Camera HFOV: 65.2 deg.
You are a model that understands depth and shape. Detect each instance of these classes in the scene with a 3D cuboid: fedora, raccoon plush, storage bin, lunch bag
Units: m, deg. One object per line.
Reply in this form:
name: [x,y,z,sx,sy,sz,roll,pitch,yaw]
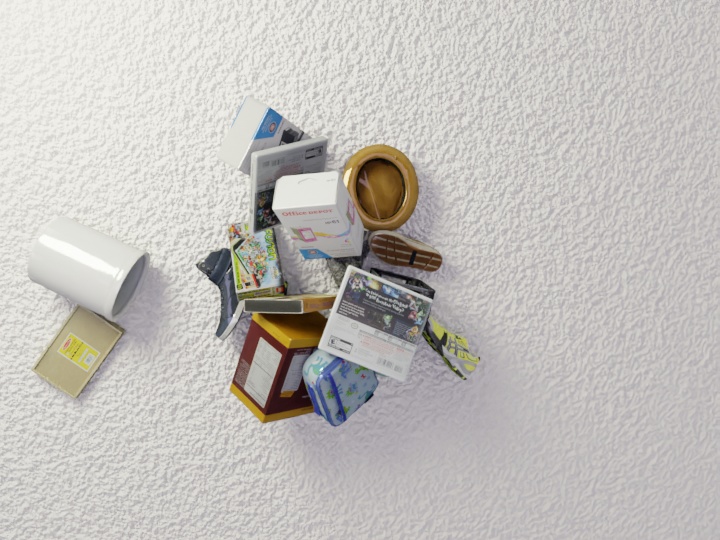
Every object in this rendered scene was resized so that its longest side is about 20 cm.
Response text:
fedora: [0.044,-0.191,1.334,0.196,0.082,0.205,0,92,-4]
raccoon plush: [0.000,0.000,1.344,0.132,0.097,0.203,-24,93,-6]
storage bin: [0.084,0.063,1.307,0.132,0.200,0.096,14,95,-7]
lunch bag: [-0.045,0.244,1.258,0.160,0.082,0.202,-36,137,-25]

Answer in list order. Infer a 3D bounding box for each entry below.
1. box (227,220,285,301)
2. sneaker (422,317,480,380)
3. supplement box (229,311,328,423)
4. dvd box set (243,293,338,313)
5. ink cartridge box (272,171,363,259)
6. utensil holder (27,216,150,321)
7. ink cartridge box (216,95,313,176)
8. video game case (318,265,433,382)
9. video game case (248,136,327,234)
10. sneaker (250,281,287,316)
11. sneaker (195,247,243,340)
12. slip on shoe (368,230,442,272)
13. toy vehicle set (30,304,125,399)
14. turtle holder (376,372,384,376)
box: [-0.238,-0.030,1.280,0.108,0.035,0.203,-10,54,-10]
sneaker: [0.221,0.180,1.406,0.076,0.075,0.201,-43,109,-7]
supplement box: [-0.159,0.209,1.274,0.132,0.195,0.203,31,106,36]
dvd box set: [-0.138,0.071,1.226,0.143,0.199,0.030,0,90,24]
ink cartridge box: [-0.087,-0.114,1.220,0.141,0.201,0.086,-4,58,16]
utensil holder: [-0.601,-0.005,1.254,0.197,0.170,0.173,24,94,-5]
ink cartridge box: [-0.195,-0.265,1.240,0.084,0.199,0.146,31,95,31]
video game case: [0.033,0.112,1.181,0.197,0.023,0.185,22,85,-7]
video game case: [-0.159,-0.189,1.240,0.198,0.023,0.185,-26,137,-41]
sneaker: [-0.234,0.116,1.357,0.079,0.074,0.204,15,88,0]
sneaker: [-0.333,0.047,1.321,0.144,0.077,0.206,25,84,-19]
slip on shoe: [0.103,-0.051,1.343,0.196,0.061,0.077,13,112,-21]
toy vehicle set: [-0.670,0.189,1.339,0.124,0.027,0.201,37,92,-8]
turtle holder: [0.050,0.171,1.352,0.140,0.132,0.187,-33,99,0]
